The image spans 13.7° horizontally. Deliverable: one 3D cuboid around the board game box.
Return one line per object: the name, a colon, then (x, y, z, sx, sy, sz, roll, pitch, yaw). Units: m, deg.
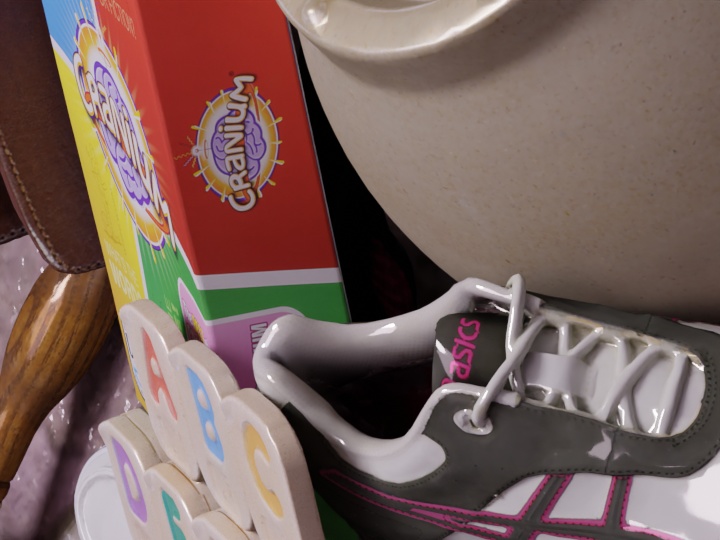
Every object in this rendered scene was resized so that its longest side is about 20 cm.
board game box: (-0.050, -0.035, 0.860, 0.153, 0.040, 0.200, -138, 34, -66)

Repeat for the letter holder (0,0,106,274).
letter holder: (-0.129, -0.101, 0.952, 0.101, 0.142, 0.200, 38, 145, 59)

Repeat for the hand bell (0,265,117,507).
hand bell: (-0.133, 0.069, 1.087, 0.104, 0.104, 0.200, 40, 105, 43)

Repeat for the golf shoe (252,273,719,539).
golf shoe: (0.061, 0.042, 0.730, 0.200, 0.088, 0.077, -8, 53, 39)

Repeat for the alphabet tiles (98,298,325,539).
alphabet tiles: (-0.025, 0.112, 0.821, 0.200, 0.015, 0.196, 36, 142, 61)

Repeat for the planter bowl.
planter bowl: (0.058, -0.086, 0.764, 0.200, 0.135, 0.201, -20, 59, 36)

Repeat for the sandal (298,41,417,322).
sandal: (0.000, 0.000, 0.930, 0.075, 0.045, 0.200, -120, 32, -52)

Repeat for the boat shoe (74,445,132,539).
boat shoe: (-0.048, 0.115, 0.976, 0.200, 0.065, 0.074, 37, 116, 44)
